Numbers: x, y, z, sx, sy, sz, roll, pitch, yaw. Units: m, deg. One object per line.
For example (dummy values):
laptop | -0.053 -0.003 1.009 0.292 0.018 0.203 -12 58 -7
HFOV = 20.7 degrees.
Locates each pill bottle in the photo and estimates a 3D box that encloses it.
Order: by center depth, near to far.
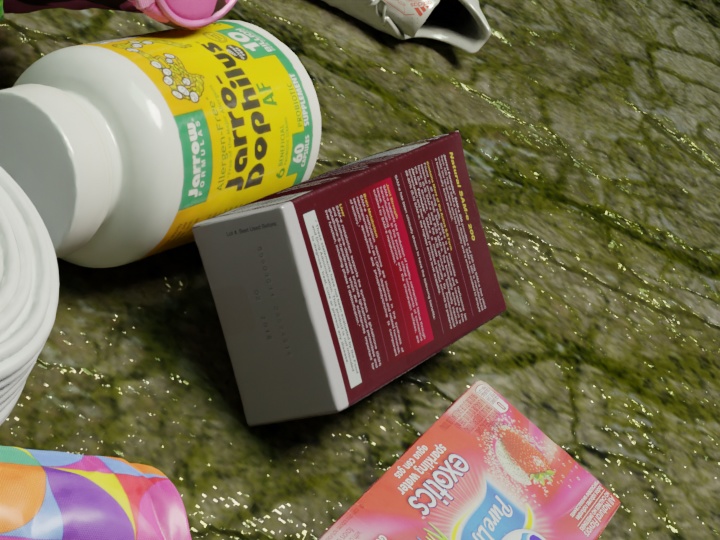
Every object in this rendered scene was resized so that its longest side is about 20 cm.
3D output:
pill bottle | -0.115 -0.064 1.018 0.113 0.113 0.200 45 30 15

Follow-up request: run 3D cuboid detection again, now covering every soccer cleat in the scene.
soccer cleat | 0.012 -0.206 1.399 0.199 0.069 0.085 16 31 -39

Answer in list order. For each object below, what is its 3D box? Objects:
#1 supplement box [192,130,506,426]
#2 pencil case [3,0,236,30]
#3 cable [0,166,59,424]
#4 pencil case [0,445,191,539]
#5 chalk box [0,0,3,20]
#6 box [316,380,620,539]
supplement box | 0.000 0.000 1.053 0.200 0.061 0.110 -25 101 -57
pencil case | -0.164 -0.168 1.057 0.094 0.199 0.091 -53 133 -39
cable | -0.222 -0.008 0.826 0.199 0.069 0.200 33 30 -7
pencil case | -0.162 0.107 0.757 0.199 0.089 0.089 11 38 -37
chalk box | -0.254 -0.150 0.951 0.125 0.200 0.124 38 62 8
box | 0.028 0.145 0.887 0.095 0.100 0.200 40 29 8
